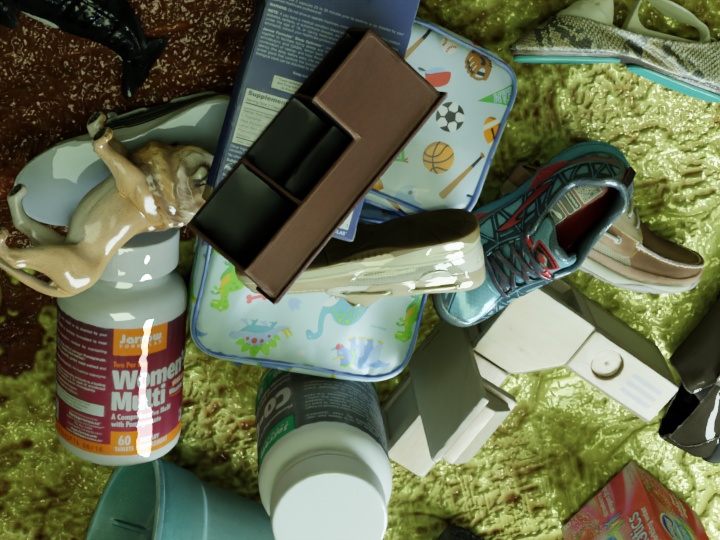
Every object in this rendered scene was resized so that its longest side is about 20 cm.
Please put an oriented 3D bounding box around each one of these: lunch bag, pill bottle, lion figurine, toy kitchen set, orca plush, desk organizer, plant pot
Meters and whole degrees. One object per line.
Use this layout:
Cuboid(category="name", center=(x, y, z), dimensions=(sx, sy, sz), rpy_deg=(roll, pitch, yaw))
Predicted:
Cuboid(category="lunch bag", center=(-0.044, 0.008, 1.515), dimensions=(0.198, 0.083, 0.162), rpy_deg=(9, 112, -10))
Cuboid(category="pill bottle", center=(-0.201, 0.053, 1.507), dimensions=(0.109, 0.110, 0.201), rpy_deg=(2, 115, -6))
Cuboid(category="lion figurine", center=(-0.199, -0.038, 1.395), dimensions=(0.200, 0.072, 0.123), rpy_deg=(-40, 119, -2))
Cuboid(category="toy kitchen set", center=(0.146, 0.129, 1.546), dimensions=(0.180, 0.163, 0.200), rpy_deg=(33, 109, -19))
Cuboid(category="orca plush", center=(-0.242, -0.209, 1.401), dimensions=(0.105, 0.071, 0.200), rpy_deg=(-34, 114, 11))
Cuboid(category="desk organizer", center=(-0.034, -0.080, 1.330), dimensions=(0.077, 0.072, 0.200), rpy_deg=(40, 87, -16))
Cuboid(category="pill bottle", center=(-0.032, 0.158, 1.522), dimensions=(0.112, 0.200, 0.114), rpy_deg=(-2, 115, -4))
Cuboid(category="plant pot", center=(-0.131, 0.279, 1.586), dimensions=(0.195, 0.201, 0.201), rpy_deg=(20, 112, -22))
Cuboid(category="lunch bag", center=(0.015, -0.128, 1.442), dimensions=(0.199, 0.076, 0.161), rpy_deg=(22, 93, -13))

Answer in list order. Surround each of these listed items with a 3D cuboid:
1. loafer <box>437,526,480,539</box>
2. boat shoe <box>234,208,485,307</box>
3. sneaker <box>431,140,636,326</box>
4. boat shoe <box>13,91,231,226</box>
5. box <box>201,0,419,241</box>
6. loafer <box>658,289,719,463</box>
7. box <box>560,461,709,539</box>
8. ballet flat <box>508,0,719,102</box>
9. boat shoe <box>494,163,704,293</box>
Cuboid(category="loafer", center=(0.132, 0.318, 1.684), dimensions=(0.200, 0.073, 0.071), rpy_deg=(41, 115, -15))
Cuboid(category="boat shoe", center=(0.000, 0.000, 1.427), dimensions=(0.198, 0.072, 0.065), rpy_deg=(-8, 123, 7))
Cuboid(category="sneaker", center=(0.135, -0.025, 1.442), dimensions=(0.200, 0.096, 0.079), rpy_deg=(-43, 106, 10))
Cuboid(category="boat shoe", center=(-0.186, -0.098, 1.461), dimensions=(0.198, 0.068, 0.074), rpy_deg=(-26, 111, 0))
Cuboid(category="box", center=(-0.036, -0.134, 1.373), dimensions=(0.120, 0.032, 0.201), rpy_deg=(15, 96, -17))
Cuboid(category="loafer", center=(0.311, 0.083, 1.588), dimensions=(0.071, 0.073, 0.201), rpy_deg=(5, 115, -10))
Cuboid(category="box", center=(0.261, 0.280, 1.607), dimensions=(0.094, 0.200, 0.103), rpy_deg=(37, 108, -22))
Cuboid(category="ballet flat", center=(0.217, -0.190, 1.464), dimensions=(0.199, 0.068, 0.076), rpy_deg=(9, 92, -15))
Cuboid(category="boat shoe", center=(0.206, -0.036, 1.524), dimensions=(0.199, 0.076, 0.072), rpy_deg=(17, 111, -14))
